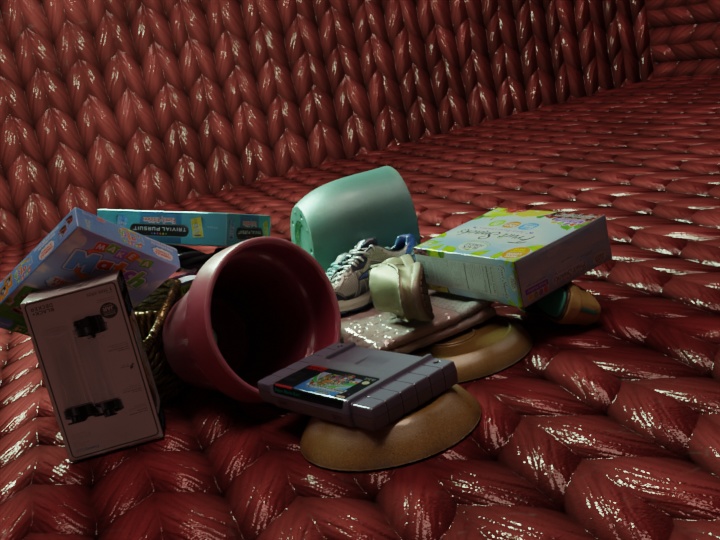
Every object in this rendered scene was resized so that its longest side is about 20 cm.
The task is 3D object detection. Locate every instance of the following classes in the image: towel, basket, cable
[{"bbox_3d":[0.050,0.062,1.222,0.190,0.032,0.200,-20,15,-26],"label":"towel"},{"bbox_3d":[-0.338,0.104,1.261,0.199,0.150,0.143,-3,16,30],"label":"basket"},{"bbox_3d":[-0.261,-0.009,1.300,0.162,0.051,0.200,-2,6,-29],"label":"cable"}]

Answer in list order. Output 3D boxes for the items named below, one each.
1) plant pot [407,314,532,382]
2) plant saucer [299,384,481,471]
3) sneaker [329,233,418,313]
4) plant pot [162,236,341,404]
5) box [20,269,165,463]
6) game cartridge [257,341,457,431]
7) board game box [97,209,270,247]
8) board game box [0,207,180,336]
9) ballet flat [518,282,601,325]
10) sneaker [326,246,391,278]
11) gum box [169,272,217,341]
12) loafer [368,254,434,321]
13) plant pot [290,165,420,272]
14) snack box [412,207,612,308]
[{"bbox_3d":[0.115,0.092,1.164,0.199,0.028,0.200,-12,15,3],"label":"plant pot"},{"bbox_3d":[0.028,0.150,0.993,0.199,0.036,0.200,-12,14,3],"label":"plant saucer"},{"bbox_3d":[0.000,0.000,1.276,0.199,0.086,0.077,-19,13,-27],"label":"sneaker"},{"bbox_3d":[-0.153,0.075,1.172,0.199,0.201,0.179,-25,3,-42],"label":"plant pot"},{"bbox_3d":[-0.313,0.113,1.099,0.116,0.201,0.060,-16,13,-7],"label":"box"},{"bbox_3d":[-0.009,0.120,1.006,0.129,0.039,0.199,-19,14,-38],"label":"game cartridge"},{"bbox_3d":[-0.249,-0.060,1.324,0.199,0.047,0.151,3,3,17],"label":"board game box"},{"bbox_3d":[-0.344,0.018,1.142,0.200,0.037,0.151,-39,-40,24],"label":"board game box"},{"bbox_3d":[0.253,0.036,1.229,0.063,0.069,0.200,13,11,-15],"label":"ballet flat"},{"bbox_3d":[-0.032,0.019,1.343,0.199,0.087,0.078,-19,15,-21],"label":"sneaker"},{"bbox_3d":[-0.257,0.065,1.412,0.199,0.114,0.066,-19,16,-27],"label":"gum box"},{"bbox_3d":[0.047,0.026,1.162,0.068,0.076,0.200,-14,7,-1],"label":"loafer"},{"bbox_3d":[-0.018,-0.052,1.456,0.160,0.202,0.200,-11,13,-17],"label":"plant pot"},{"bbox_3d":[0.196,-0.022,1.213,0.168,0.068,0.200,-25,18,-29],"label":"snack box"}]
